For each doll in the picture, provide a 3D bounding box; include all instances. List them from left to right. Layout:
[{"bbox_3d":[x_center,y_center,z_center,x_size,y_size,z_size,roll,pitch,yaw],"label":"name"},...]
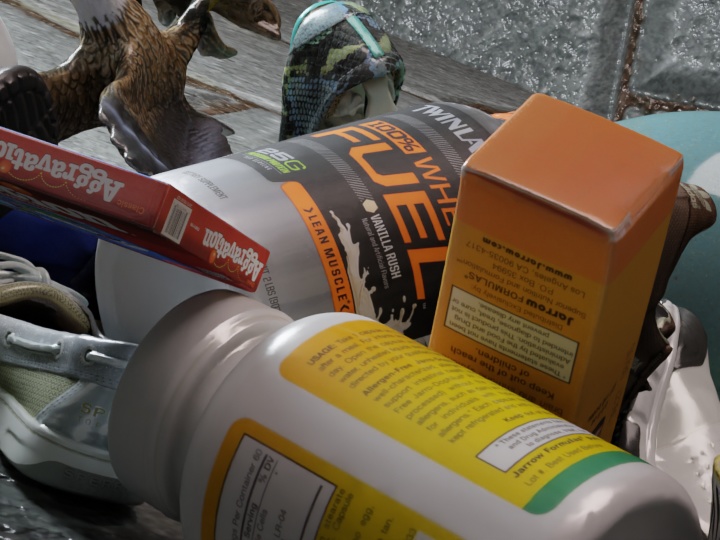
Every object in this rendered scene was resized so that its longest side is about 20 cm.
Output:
[{"bbox_3d":[-0.108,0.003,1.233,0.199,0.049,0.137,11,-27,-10],"label":"doll"}]

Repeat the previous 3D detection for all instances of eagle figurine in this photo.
[{"bbox_3d":[-0.119,-0.086,1.296,0.151,0.152,0.201,40,45,-15],"label":"eagle figurine"}]

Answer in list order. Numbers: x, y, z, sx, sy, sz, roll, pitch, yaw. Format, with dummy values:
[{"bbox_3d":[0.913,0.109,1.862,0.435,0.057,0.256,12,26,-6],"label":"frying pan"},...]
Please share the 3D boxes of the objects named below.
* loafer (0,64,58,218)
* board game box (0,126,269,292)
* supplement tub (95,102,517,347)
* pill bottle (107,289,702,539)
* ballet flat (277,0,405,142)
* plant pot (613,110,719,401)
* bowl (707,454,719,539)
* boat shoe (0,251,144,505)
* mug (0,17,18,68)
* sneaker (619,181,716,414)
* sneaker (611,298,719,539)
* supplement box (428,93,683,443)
[{"bbox_3d":[-0.206,-0.024,1.123,0.071,0.073,0.200,6,27,35],"label":"loafer"},{"bbox_3d":[-0.138,-0.040,1.000,0.199,0.020,0.103,19,-7,21],"label":"board game box"},{"bbox_3d":[0.000,0.000,1.159,0.199,0.123,0.122,-17,31,-33],"label":"supplement tub"},{"bbox_3d":[0.009,0.082,0.957,0.199,0.113,0.112,26,12,34],"label":"pill bottle"},{"bbox_3d":[-0.011,-0.039,1.402,0.074,0.201,0.074,1,39,-1],"label":"ballet flat"},{"bbox_3d":[0.142,0.004,1.342,0.134,0.201,0.200,23,9,-11],"label":"plant pot"},{"bbox_3d":[0.186,0.153,0.945,0.200,0.095,0.201,28,10,-6],"label":"bowl"},{"bbox_3d":[-0.123,0.031,1.104,0.074,0.065,0.202,16,10,-23],"label":"boat shoe"},{"bbox_3d":[-0.240,-0.125,1.334,0.148,0.201,0.175,43,14,35],"label":"mug"},{"bbox_3d":[0.091,0.043,1.113,0.075,0.201,0.071,-10,52,-24],"label":"sneaker"},{"bbox_3d":[0.129,0.093,1.154,0.080,0.074,0.201,27,39,-12],"label":"sneaker"},{"bbox_3d":[0.061,0.040,1.022,0.068,0.201,0.067,22,38,19],"label":"supplement box"}]
